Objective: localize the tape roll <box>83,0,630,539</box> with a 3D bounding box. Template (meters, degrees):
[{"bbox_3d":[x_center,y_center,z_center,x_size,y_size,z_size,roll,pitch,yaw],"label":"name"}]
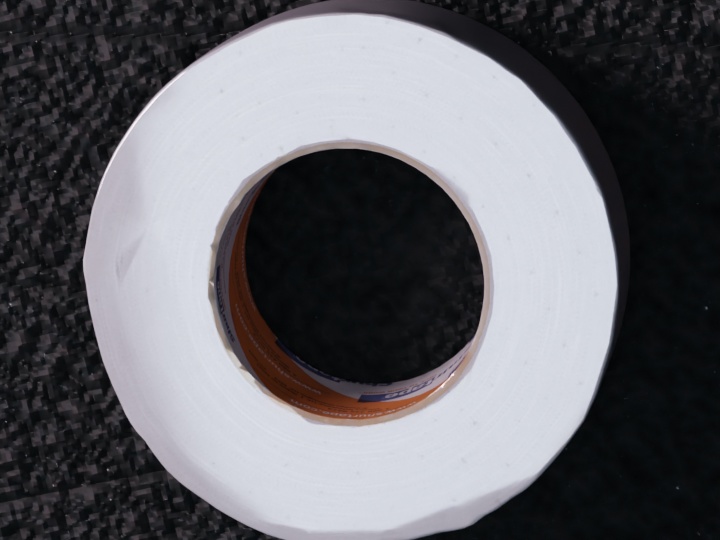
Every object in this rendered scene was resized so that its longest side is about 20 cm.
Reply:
[{"bbox_3d":[0.000,0.000,1.115,0.200,0.066,0.201,1,99,8],"label":"tape roll"}]
